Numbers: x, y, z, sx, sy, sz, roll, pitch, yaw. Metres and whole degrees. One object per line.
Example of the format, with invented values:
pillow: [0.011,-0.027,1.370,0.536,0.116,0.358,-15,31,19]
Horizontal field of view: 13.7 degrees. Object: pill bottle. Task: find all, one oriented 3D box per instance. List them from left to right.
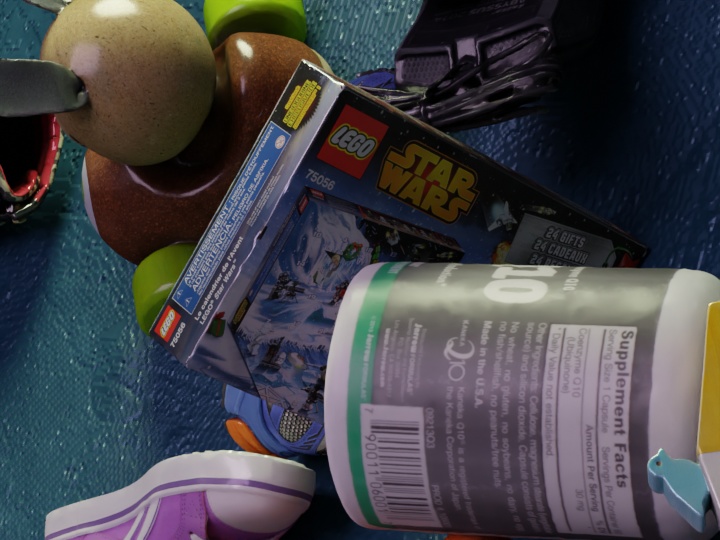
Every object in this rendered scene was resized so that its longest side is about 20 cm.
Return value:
pill bottle: [0.094,0.055,1.230,0.199,0.113,0.114,2,69,17]

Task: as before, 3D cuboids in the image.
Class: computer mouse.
computer mouse: [0.061,-0.104,1.406,0.138,0.053,0.200,-9,28,30]

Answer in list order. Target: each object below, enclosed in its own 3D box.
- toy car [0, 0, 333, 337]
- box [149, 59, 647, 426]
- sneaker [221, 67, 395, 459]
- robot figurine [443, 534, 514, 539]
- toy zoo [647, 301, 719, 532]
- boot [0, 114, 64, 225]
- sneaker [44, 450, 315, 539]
toy car: [-0.125,-0.085,1.538,0.158,0.200,0.165,-37,46,30]
box: [0.020,0.008,1.323,0.040,0.200,0.137,37,99,50]
sneaker: [0.000,0.000,1.465,0.078,0.075,0.201,11,87,42]
robot figurine: [0.019,0.205,1.288,0.144,0.117,0.200,37,102,8]
toy zoo: [0.207,0.063,1.126,0.199,0.020,0.132,-6,57,3]
boot: [-0.252,-0.023,1.746,0.154,0.073,0.204,-7,62,52]
sneaker: [-0.088,0.159,1.477,0.200,0.072,0.115,-28,54,50]
